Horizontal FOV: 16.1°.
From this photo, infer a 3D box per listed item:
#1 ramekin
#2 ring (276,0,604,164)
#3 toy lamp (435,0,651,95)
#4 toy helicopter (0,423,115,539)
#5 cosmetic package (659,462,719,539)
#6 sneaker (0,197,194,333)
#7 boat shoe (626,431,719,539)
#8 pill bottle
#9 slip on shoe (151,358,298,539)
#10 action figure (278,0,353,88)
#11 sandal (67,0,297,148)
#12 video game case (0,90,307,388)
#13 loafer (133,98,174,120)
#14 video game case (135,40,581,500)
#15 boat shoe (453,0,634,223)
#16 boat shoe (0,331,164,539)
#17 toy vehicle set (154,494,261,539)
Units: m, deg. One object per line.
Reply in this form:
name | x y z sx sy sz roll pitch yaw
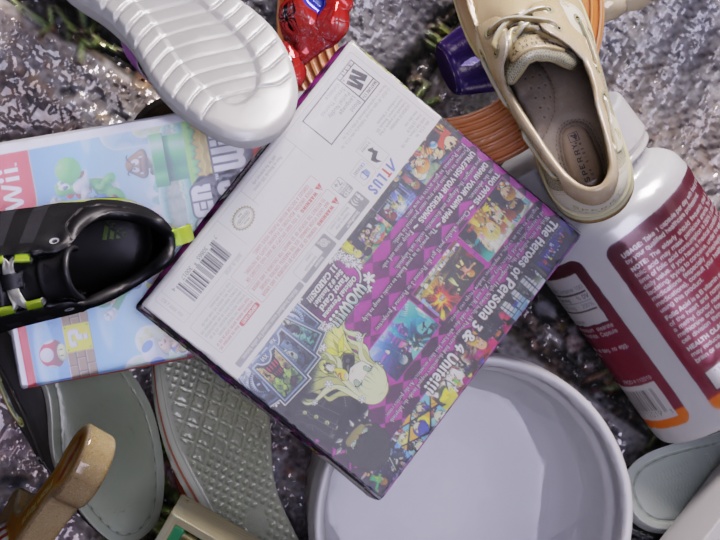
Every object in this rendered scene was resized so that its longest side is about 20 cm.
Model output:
ramekin | 0.058 0.145 1.565 0.200 0.105 0.201 -1 95 -12
ring | 0.048 -0.154 1.543 0.200 0.019 0.201 -2 78 9
toy lamp | 0.142 -0.162 1.582 0.200 0.058 0.058 -24 100 -10
toy helicopter | -0.199 0.166 1.462 0.079 0.132 0.200 30 124 -14
cosmetic package | 0.237 0.187 1.538 0.108 0.085 0.200 42 71 -6
sneaker | -0.188 -0.004 1.399 0.200 0.083 0.072 -19 99 -26
boat shoe | 0.249 0.132 1.632 0.199 0.060 0.076 -5 72 -18
pill bottle | 0.177 -0.003 1.574 0.114 0.114 0.200 -37 102 -7
slip on shoe | -0.085 0.131 1.555 0.074 0.061 0.201 -18 87 -33
action figure | -0.022 -0.199 1.512 0.052 0.065 0.201 22 71 -31
sandal | -0.105 -0.133 1.491 0.082 0.050 0.203 -29 57 -22
video game case | -0.113 -0.019 1.486 0.199 0.017 0.143 -10 92 -9
loafer | -0.060 -0.024 1.540 0.200 0.071 0.073 39 86 -13
video game case | 0.000 0.000 1.476 0.181 0.036 0.200 39 81 -8
boat shoe | 0.105 -0.126 1.486 0.072 0.065 0.200 -22 75 3
boat shoe | -0.179 0.070 1.529 0.072 0.061 0.202 -27 101 -32
toy vehicle set | -0.100 0.243 1.522 0.124 0.027 0.200 30 115 -1
